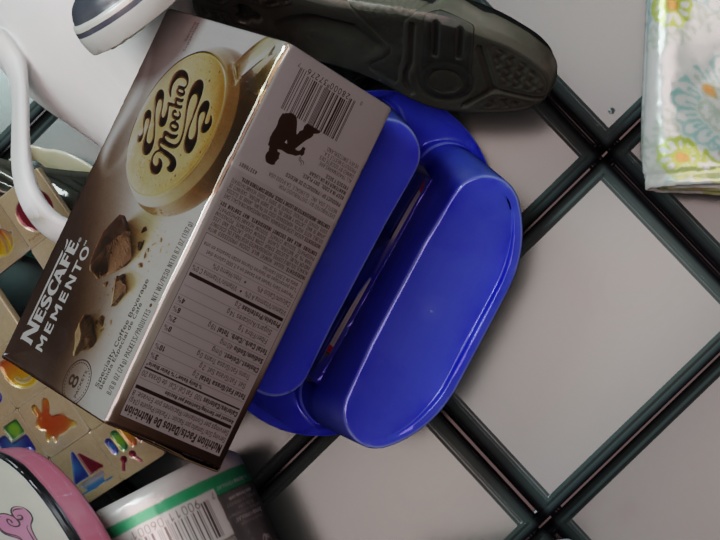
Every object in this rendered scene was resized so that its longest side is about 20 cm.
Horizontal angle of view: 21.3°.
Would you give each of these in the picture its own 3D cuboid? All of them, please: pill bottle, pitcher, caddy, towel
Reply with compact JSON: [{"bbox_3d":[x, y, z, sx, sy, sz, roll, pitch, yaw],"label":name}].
[{"bbox_3d":[-0.075,0.210,1.042,0.112,0.113,0.201,-26,85,6],"label":"pill bottle"},{"bbox_3d":[-0.152,-0.118,1.045,0.201,0.171,0.121,54,137,3],"label":"pitcher"},{"bbox_3d":[0.000,0.000,1.047,0.141,0.105,0.201,28,92,-17],"label":"caddy"},{"bbox_3d":[0.241,-0.137,1.046,0.169,0.048,0.202,2,88,7],"label":"towel"}]

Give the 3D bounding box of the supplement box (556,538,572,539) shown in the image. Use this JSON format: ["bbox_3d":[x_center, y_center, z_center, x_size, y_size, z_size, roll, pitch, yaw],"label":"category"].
[{"bbox_3d":[0.083,0.255,1.025,0.102,0.101,0.202,-9,87,7],"label":"supplement box"}]

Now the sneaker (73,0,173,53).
[{"bbox_3d":[-0.097,-0.201,0.977,0.079,0.078,0.201,47,61,-22],"label":"sneaker"}]

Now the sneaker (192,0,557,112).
[{"bbox_3d":[0.019,-0.157,1.038,0.198,0.077,0.115,17,54,6],"label":"sneaker"}]

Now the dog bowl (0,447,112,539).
[{"bbox_3d":[-0.183,0.183,1.011,0.073,0.200,0.201,-22,83,-33],"label":"dog bowl"}]

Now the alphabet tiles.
[{"bbox_3d":[-0.202,0.064,1.080,0.199,0.008,0.168,-34,91,26],"label":"alphabet tiles"}]

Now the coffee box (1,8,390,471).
[{"bbox_3d":[-0.084,-0.017,0.957,0.113,0.080,0.201,24,87,50],"label":"coffee box"}]

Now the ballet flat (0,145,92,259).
[{"bbox_3d":[-0.215,-0.045,1.098,0.198,0.068,0.069,14,48,-2],"label":"ballet flat"}]
